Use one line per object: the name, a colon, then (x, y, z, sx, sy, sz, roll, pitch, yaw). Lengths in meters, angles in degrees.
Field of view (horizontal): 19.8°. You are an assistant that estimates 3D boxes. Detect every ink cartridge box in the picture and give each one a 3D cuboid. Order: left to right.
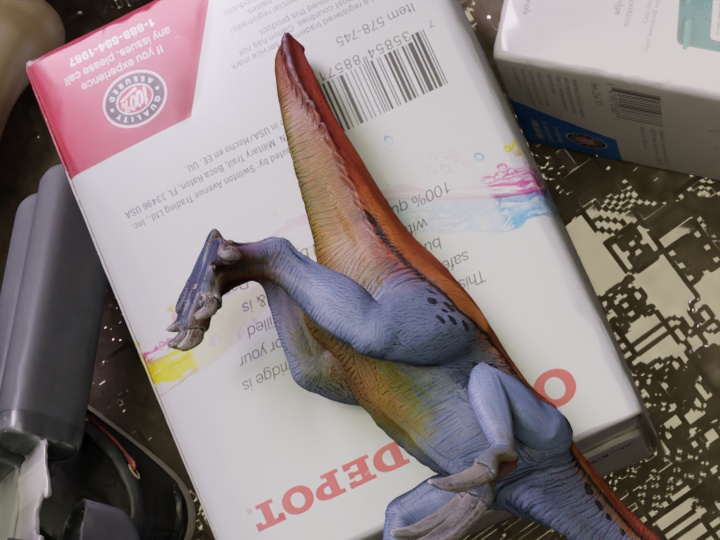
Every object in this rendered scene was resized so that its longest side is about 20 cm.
ink cartridge box: (0.000, 0.000, 0.732, 0.145, 0.145, 0.200, -24, 76, 6)
ink cartridge box: (0.156, -0.071, 0.730, 0.200, 0.116, 0.067, 12, 81, 12)

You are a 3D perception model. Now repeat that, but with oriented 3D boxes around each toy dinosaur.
toy dinosaur: (0.036, 0.036, 0.605, 0.181, 0.105, 0.200, 21, 72, -8)

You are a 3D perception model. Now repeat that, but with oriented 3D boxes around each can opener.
can opener: (-0.109, 0.058, 0.741, 0.066, 0.053, 0.200, 15, 59, -26)

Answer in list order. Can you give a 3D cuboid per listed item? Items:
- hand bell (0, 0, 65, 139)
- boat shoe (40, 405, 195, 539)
hand bell: (-0.167, -0.003, 0.770, 0.104, 0.104, 0.200, -4, 69, 10)
boat shoe: (-0.158, 0.058, 0.797, 0.201, 0.063, 0.074, 29, 88, 16)
